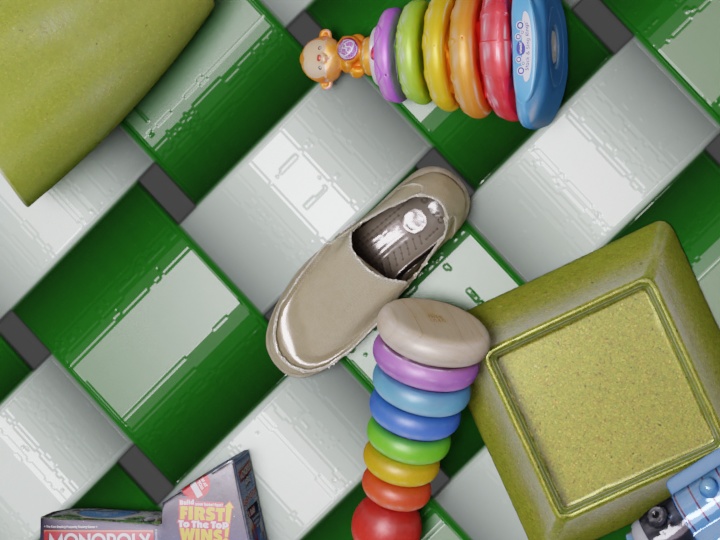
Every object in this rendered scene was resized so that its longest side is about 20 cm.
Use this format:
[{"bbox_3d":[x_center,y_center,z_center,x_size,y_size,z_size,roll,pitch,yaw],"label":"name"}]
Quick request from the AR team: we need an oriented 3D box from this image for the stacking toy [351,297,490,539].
[{"bbox_3d":[0.034,0.126,1.203,0.085,0.085,0.202,16,112,6],"label":"stacking toy"}]

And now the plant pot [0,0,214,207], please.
[{"bbox_3d":[-0.215,-0.180,1.190,0.199,0.187,0.188,-34,88,-7],"label":"plant pot"}]

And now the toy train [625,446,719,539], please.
[{"bbox_3d":[0.281,0.168,1.158,0.199,0.087,0.114,-33,133,10],"label":"toy train"}]

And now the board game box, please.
[{"bbox_3d":[-0.145,0.239,1.247,0.198,0.062,0.202,2,92,7],"label":"board game box"}]

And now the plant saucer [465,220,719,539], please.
[{"bbox_3d":[0.182,0.094,1.205,0.198,0.048,0.201,-25,90,8],"label":"plant saucer"}]

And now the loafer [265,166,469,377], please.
[{"bbox_3d":[0.000,0.000,1.212,0.076,0.068,0.200,42,97,3],"label":"loafer"}]

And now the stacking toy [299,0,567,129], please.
[{"bbox_3d":[0.047,-0.162,1.193,0.198,0.110,0.117,0,96,18],"label":"stacking toy"}]
